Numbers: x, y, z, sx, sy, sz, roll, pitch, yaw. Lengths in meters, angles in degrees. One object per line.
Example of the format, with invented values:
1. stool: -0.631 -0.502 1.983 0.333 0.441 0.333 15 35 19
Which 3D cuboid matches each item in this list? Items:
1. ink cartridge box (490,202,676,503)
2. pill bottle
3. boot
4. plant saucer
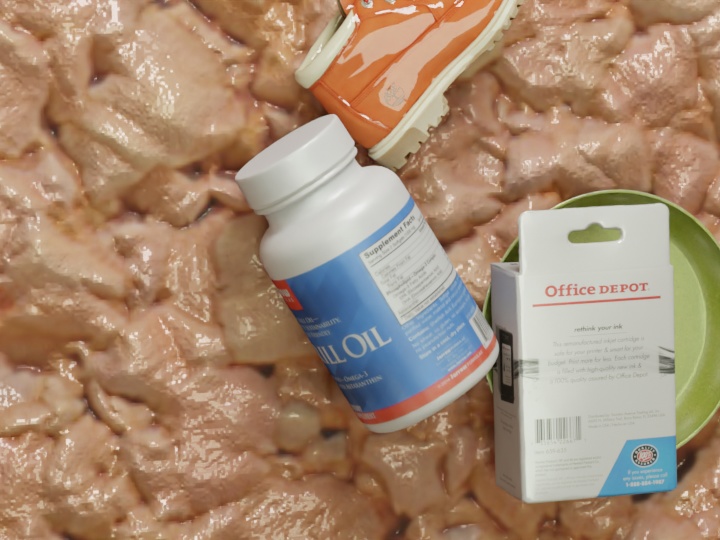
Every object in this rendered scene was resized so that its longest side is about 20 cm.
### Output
1. ink cartridge box: 0.154 0.053 1.693 0.115 0.067 0.202 -3 97 -14
2. pill bottle: 0.000 0.000 1.656 0.112 0.112 0.201 -34 102 -9
3. boot: 0.042 -0.178 1.672 0.107 0.075 0.200 38 86 -10
4. plant saucer: 0.177 0.041 1.748 0.199 0.031 0.202 -2 97 -14
